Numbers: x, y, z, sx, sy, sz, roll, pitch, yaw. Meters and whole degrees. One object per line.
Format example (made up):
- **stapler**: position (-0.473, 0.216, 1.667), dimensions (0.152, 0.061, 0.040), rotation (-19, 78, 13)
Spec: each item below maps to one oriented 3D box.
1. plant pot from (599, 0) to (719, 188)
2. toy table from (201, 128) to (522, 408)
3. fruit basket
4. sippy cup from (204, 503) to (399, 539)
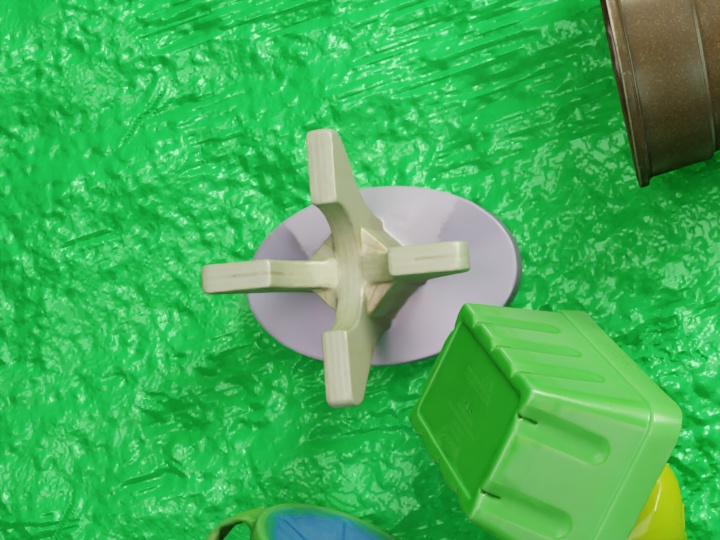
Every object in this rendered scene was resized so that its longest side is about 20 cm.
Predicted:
- **plant pot**: position (0.254, -0.168, 1.096), dimensions (0.198, 0.200, 0.201), rotation (-11, 83, 8)
- **toy table**: position (0.000, 0.000, 1.195), dimensions (0.200, 0.117, 0.184), rotation (-18, 81, 17)
- **fruit basket**: position (0.148, 0.127, 1.118), dimensions (0.215, 0.216, 0.156), rotation (29, 102, 17)
- **sippy cup**: position (-0.031, 0.249, 1.189), dimensions (0.178, 0.139, 0.131), rotation (42, 115, 54)
